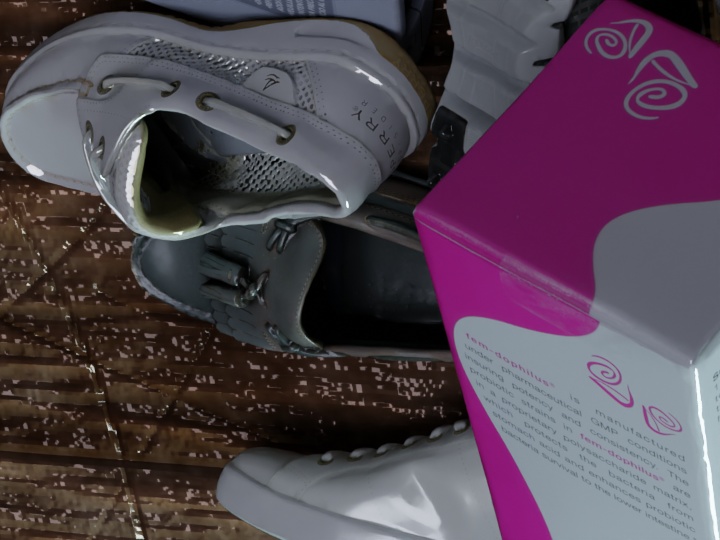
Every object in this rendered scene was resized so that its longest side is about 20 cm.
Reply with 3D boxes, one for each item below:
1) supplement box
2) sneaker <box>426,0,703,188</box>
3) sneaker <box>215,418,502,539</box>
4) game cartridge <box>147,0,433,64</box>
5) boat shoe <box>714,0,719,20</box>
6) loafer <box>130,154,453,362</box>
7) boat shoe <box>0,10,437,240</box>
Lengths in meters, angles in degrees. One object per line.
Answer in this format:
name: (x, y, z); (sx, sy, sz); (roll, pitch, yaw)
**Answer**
supplement box: (0.098, 0.030, 0.730); (0.101, 0.103, 0.201); (30, 156, 30)
sneaker: (0.070, -0.094, 0.751); (0.066, 0.090, 0.201); (35, 138, 35)
sneaker: (0.040, 0.079, 0.887); (0.199, 0.073, 0.085); (11, 88, 27)
game cartridge: (-0.043, -0.129, 0.744); (0.132, 0.041, 0.200); (17, 163, 8)
boat shoe: (0.142, -0.067, 0.746); (0.064, 0.074, 0.203); (4, 122, 35)
loafer: (0.000, 0.000, 0.849); (0.198, 0.063, 0.072); (3, 119, 22)
boat shoe: (-0.067, -0.045, 0.825); (0.199, 0.070, 0.071); (-2, 136, 44)
